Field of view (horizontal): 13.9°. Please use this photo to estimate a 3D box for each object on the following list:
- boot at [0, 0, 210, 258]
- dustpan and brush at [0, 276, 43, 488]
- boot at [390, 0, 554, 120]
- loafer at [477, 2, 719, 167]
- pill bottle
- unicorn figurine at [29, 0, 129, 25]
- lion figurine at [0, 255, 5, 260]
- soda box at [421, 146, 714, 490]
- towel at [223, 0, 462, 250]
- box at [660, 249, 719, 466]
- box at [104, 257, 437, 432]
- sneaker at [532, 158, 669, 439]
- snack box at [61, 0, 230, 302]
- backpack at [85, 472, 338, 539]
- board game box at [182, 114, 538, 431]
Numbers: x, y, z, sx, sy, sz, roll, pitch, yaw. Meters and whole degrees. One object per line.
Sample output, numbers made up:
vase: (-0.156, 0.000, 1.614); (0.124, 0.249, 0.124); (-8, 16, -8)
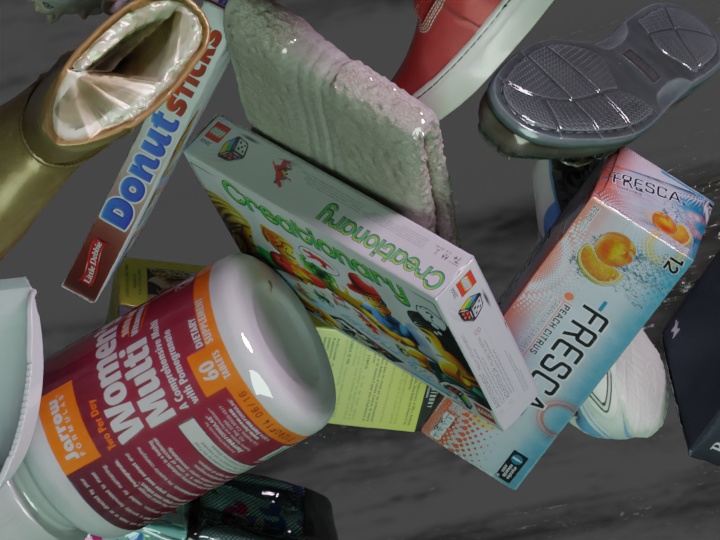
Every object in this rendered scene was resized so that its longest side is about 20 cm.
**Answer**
boot: (-0.163, -0.068, 1.512); (0.066, 0.200, 0.175); (42, 80, -9)
dustpan and brush: (-0.227, 0.113, 1.600); (0.139, 0.057, 0.201); (-6, 99, 26)
boot: (0.034, -0.171, 1.500); (0.144, 0.072, 0.200); (37, 132, -2)
loafer: (0.124, -0.086, 1.571); (0.072, 0.200, 0.063); (47, 129, 15)
pill bottle: (-0.122, 0.081, 1.643); (0.199, 0.110, 0.110); (-29, 124, 19)
unicorn figurine: (-0.116, -0.180, 1.514); (0.200, 0.137, 0.074); (-37, 88, 5)
lion figurine: (-0.239, 0.001, 1.654); (0.122, 0.073, 0.200); (28, 128, -7)
soda box: (0.113, 0.026, 1.630); (0.068, 0.064, 0.200); (32, 127, -4)
towel: (-0.006, -0.067, 1.571); (0.035, 0.132, 0.200); (-50, 161, -16)
box: (0.311, 0.033, 1.702); (0.196, 0.124, 0.200); (21, 122, -17)
box: (-0.048, 0.044, 1.721); (0.199, 0.050, 0.076); (5, 126, -10)
sneaker: (0.125, 0.015, 1.707); (0.072, 0.072, 0.201); (1, 124, 28)
snack box: (-0.105, -0.076, 1.611); (0.024, 0.072, 0.200); (29, 121, -1)
backpack: (-0.127, 0.203, 1.778); (0.199, 0.151, 0.178); (17, 125, -11)
board game box: (0.000, 0.000, 1.601); (0.035, 0.200, 0.126); (-47, 141, -16)
